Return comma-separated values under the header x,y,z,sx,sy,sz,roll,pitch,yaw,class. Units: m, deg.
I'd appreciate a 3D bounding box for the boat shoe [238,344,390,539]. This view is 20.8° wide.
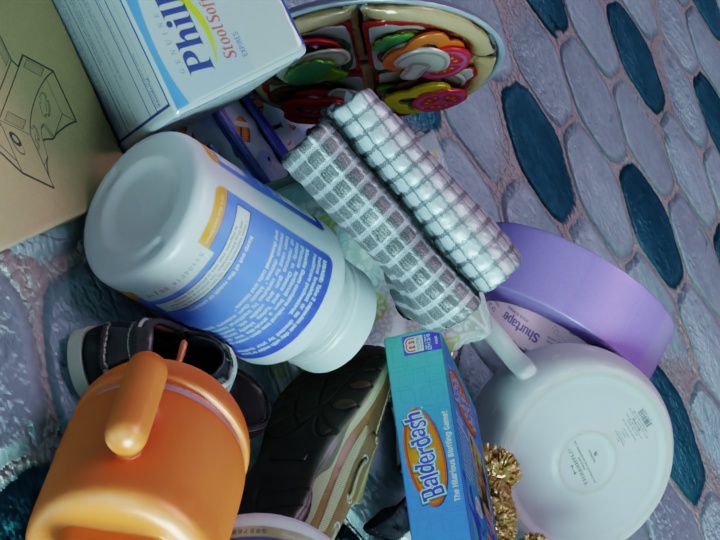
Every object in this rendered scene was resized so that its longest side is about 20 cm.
x,y,z,sx,sy,sz,roll,pitch,yaw,class
-0.030,0.139,1.388,0.200,0.075,0.074,-57,136,-38,boat shoe

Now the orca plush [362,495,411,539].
x,y,z,sx,sy,sz,roll,pitch,yaw,class
0.026,0.264,1.397,0.105,0.071,0.201,-87,161,-64,orca plush

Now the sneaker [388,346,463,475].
x,y,z,sx,sy,sz,roll,pitch,yaw,class
0.040,0.085,1.627,0.080,0.074,0.201,21,47,-18,sneaker

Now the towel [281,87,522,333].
x,y,z,sx,sy,sz,roll,pitch,yaw,class
0.022,-0.041,1.354,0.166,0.086,0.200,47,-1,-3,towel

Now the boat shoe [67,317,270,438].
x,y,z,sx,sy,sz,roll,pitch,yaw,class
-0.111,0.076,1.306,0.200,0.067,0.072,29,43,-57,boat shoe

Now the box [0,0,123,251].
x,y,z,sx,sy,sz,roll,pitch,yaw,class
-0.228,-0.103,1.281,0.164,0.021,0.200,65,23,-3,box

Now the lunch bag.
x,y,z,sx,sy,sz,roll,pitch,yaw,class
-0.071,-0.091,1.533,0.200,0.075,0.161,54,29,-22,lunch bag

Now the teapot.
x,y,z,sx,sy,sz,roll,pitch,yaw,class
0.166,0.145,1.717,0.196,0.201,0.146,10,9,-22,teapot

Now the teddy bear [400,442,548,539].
x,y,z,sx,sy,sz,roll,pitch,yaw,class
0.082,0.219,1.509,0.144,0.067,0.201,29,55,-16,teddy bear

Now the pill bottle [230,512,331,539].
x,y,z,sx,sy,sz,roll,pitch,yaw,class
-0.065,0.256,1.178,0.111,0.111,0.201,48,30,-35,pill bottle

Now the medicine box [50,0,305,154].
x,y,z,sx,sy,sz,roll,pitch,yaw,class
-0.141,-0.191,1.322,0.183,0.103,0.200,64,-19,-4,medicine box

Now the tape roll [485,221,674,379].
x,y,z,sx,sy,sz,roll,pitch,yaw,class
0.182,0.037,1.784,0.200,0.199,0.066,44,70,-40,tape roll

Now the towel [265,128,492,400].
x,y,z,sx,sy,sz,roll,pitch,yaw,class
0.000,0.000,1.487,0.199,0.048,0.172,-22,104,-32,towel

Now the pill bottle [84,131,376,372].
x,y,z,sx,sy,sz,roll,pitch,yaw,class
-0.081,-0.003,1.332,0.200,0.112,0.113,33,39,-42,pill bottle

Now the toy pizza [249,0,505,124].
x,y,z,sx,sy,sz,roll,pitch,yaw,class
0.006,-0.144,1.423,0.200,0.199,0.032,26,55,-55,toy pizza

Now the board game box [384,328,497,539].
x,y,z,sx,sy,sz,roll,pitch,yaw,class
0.065,0.164,1.409,0.152,0.045,0.201,63,17,-59,board game box

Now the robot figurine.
x,y,z,sx,sy,sz,roll,pitch,yaw,class
-0.129,0.133,1.158,0.144,0.116,0.200,51,29,-25,robot figurine
